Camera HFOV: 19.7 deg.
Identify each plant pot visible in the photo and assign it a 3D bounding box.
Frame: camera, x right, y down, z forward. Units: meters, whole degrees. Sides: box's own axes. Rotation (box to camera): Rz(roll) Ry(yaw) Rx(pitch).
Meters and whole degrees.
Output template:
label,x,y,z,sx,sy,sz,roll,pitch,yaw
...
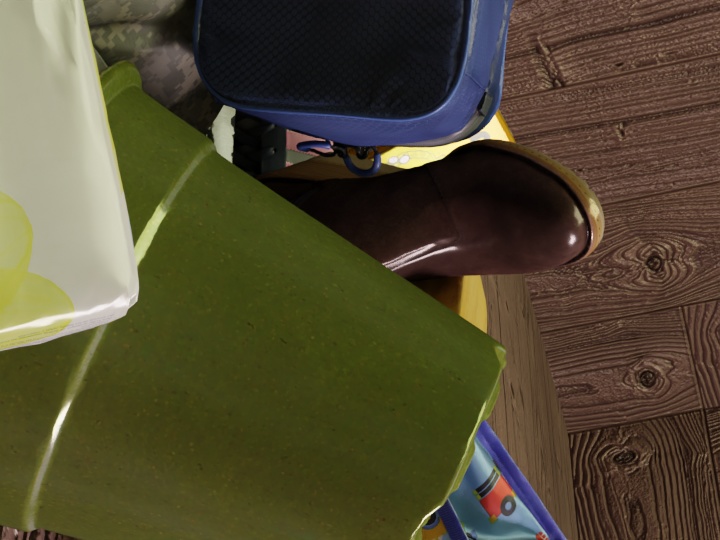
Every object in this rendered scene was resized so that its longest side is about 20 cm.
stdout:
label,x,y,z,sx,sy,sz,roll,pitch,yaw
plant pot,-0.050,0.047,0.821,0.200,0.190,0.200,25,90,-87

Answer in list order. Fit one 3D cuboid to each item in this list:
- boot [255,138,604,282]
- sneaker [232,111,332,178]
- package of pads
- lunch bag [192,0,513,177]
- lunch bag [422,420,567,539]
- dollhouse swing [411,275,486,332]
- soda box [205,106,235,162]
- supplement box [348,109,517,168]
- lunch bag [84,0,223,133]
label,x,y,z,sx,sy,sz,roll,pitch,yaw
boot,0.000,0.000,1.008,0.166,0.200,0.072,-40,125,-40
sneaker,-0.052,-0.049,1.171,0.082,0.070,0.200,-49,134,-45
package of pads,-0.162,-0.065,0.666,0.068,0.154,0.200,-7,-85,58
lunch bag,0.006,-0.145,0.994,0.132,0.136,0.200,-1,99,-75
lunch bag,-0.022,0.096,0.945,0.200,0.151,0.094,59,30,-15
dollhouse swing,-0.028,0.083,1.124,0.182,0.200,0.176,-80,161,-65
soda box,-0.107,-0.119,1.120,0.063,0.071,0.200,14,69,-31
supplement box,0.030,-0.103,1.358,0.109,0.109,0.200,58,7,-39
lunch bag,-0.130,-0.158,0.982,0.200,0.139,0.168,55,23,-66
